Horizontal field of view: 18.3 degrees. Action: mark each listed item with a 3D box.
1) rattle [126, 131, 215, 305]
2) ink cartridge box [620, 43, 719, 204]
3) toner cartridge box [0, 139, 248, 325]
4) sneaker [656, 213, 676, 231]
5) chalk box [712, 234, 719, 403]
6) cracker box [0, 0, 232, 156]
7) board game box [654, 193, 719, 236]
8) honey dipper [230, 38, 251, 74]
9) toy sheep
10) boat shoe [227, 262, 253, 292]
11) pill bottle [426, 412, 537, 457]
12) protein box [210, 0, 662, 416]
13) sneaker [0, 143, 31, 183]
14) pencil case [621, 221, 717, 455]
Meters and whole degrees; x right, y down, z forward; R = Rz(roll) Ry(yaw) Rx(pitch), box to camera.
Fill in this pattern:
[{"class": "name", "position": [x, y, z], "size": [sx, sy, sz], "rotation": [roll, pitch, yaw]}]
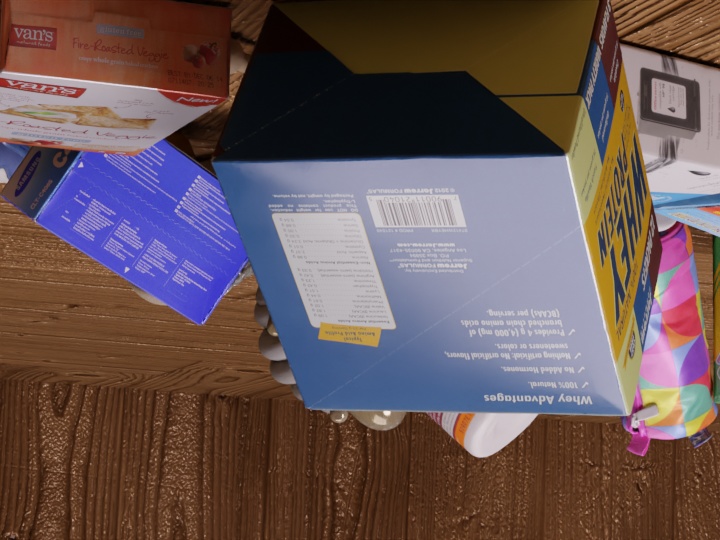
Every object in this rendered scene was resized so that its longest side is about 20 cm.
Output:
[{"class": "rattle", "position": [-0.172, -0.057, 1.695], "size": [0.143, 0.131, 0.200], "rotation": [22, -173, -37]}, {"class": "ink cartridge box", "position": [0.143, -0.092, 1.366], "size": [0.199, 0.067, 0.116], "rotation": [9, 169, -35]}, {"class": "toner cartridge box", "position": [-0.149, -0.043, 1.532], "size": [0.043, 0.095, 0.200], "rotation": [32, 177, 38]}, {"class": "sneaker", "position": [0.130, -0.056, 1.594], "size": [0.112, 0.073, 0.200], "rotation": [-4, 169, 42]}, {"class": "chalk box", "position": [0.371, 0.056, 1.836], "size": [0.124, 0.201, 0.125], "rotation": [-6, 168, 44]}, {"class": "cracker box", "position": [-0.169, -0.116, 1.331], "size": [0.133, 0.058, 0.200], "rotation": [5, 171, -20]}, {"class": "board game box", "position": [0.334, -0.058, 1.574], "size": [0.195, 0.056, 0.200], "rotation": [-3, 170, 33]}, {"class": "honey dipper", "position": [-0.024, -0.110, 1.405], "size": [0.038, 0.038, 0.200], "rotation": [-5, 167, 42]}, {"class": "toy sheep", "position": [-0.025, 0.046, 1.836], "size": [0.138, 0.200, 0.138], "rotation": [-29, -167, 7]}, {"class": "boat shoe", "position": [-0.113, -0.017, 1.873], "size": [0.201, 0.086, 0.075], "rotation": [6, 171, -21]}, {"class": "pill bottle", "position": [0.067, 0.056, 1.931], "size": [0.200, 0.114, 0.114], "rotation": [42, -174, 21]}, {"class": "protein box", "position": [0.050, -0.035, 1.250], "size": [0.198, 0.135, 0.200], "rotation": [0, 136, 19]}, {"class": "sneaker", "position": [-0.315, -0.071, 1.577], "size": [0.075, 0.089, 0.200], "rotation": [-8, 168, 42]}, {"class": "pencil case", "position": [0.239, 0.046, 1.822], "size": [0.088, 0.201, 0.088], "rotation": [-11, -157, 5]}]
